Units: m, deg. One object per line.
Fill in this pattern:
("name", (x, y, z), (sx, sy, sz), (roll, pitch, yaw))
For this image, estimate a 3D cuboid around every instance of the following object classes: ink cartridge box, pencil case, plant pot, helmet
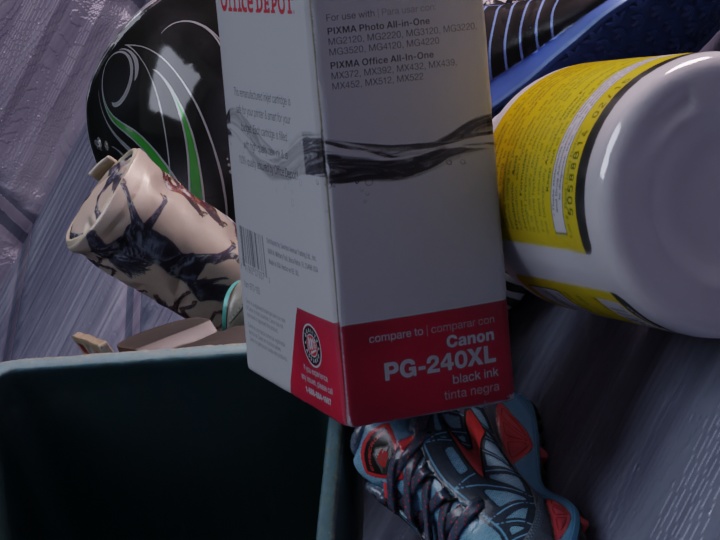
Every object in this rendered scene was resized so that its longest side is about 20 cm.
("ink cartridge box", (-0.002, -0.046, 0.880), (0.145, 0.083, 0.200), (-157, 61, -69))
("pencil case", (-0.092, -0.002, 1.275), (0.078, 0.200, 0.089), (-54, 12, 17))
("plant pot", (-0.089, 0.175, 0.976), (0.196, 0.195, 0.200), (-85, -13, -51))
("helmet", (-0.082, -0.091, 1.402), (0.191, 0.200, 0.200), (51, 123, 24))

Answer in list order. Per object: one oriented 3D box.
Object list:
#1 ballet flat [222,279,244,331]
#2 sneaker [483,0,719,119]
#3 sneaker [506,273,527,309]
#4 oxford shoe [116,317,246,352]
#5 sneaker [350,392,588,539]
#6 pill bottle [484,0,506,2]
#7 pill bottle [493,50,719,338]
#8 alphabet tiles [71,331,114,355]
("ballet flat", (-0.054, 0.096, 1.226), (0.067, 0.064, 0.200), (-49, -33, -57))
("sneaker", (0.087, -0.111, 0.977), (0.200, 0.070, 0.078), (-32, 52, 1))
("sneaker", (0.068, -0.054, 1.078), (0.115, 0.076, 0.201), (-52, 22, 30))
("oxford shoe", (-0.087, 0.073, 1.139), (0.200, 0.071, 0.071), (-167, 60, -74))
("sneaker", (0.036, 0.104, 0.896), (0.079, 0.095, 0.200), (-59, 16, 16))
("pill bottle", (0.033, -0.121, 1.231), (0.200, 0.111, 0.112), (-47, 22, 45))
("pill bottle", (0.114, -0.034, 0.842), (0.111, 0.111, 0.200), (-64, 17, -4))
("alphabet tiles", (-0.106, 0.122, 1.170), (0.008, 0.200, 0.167), (-35, 11, -13))
